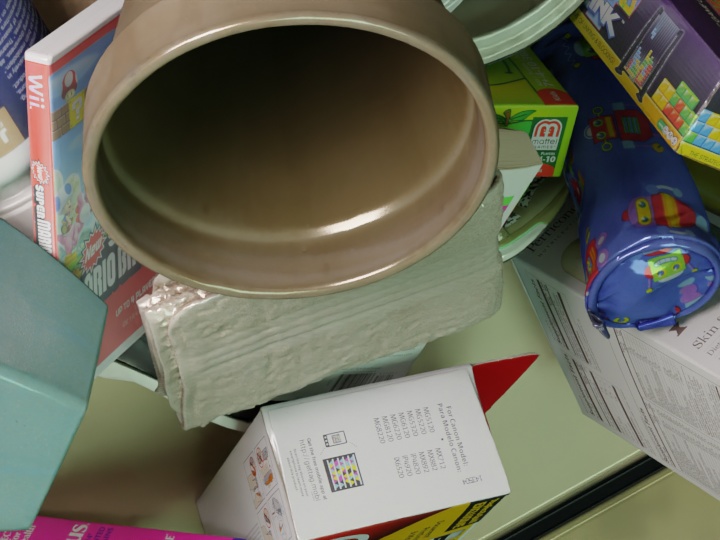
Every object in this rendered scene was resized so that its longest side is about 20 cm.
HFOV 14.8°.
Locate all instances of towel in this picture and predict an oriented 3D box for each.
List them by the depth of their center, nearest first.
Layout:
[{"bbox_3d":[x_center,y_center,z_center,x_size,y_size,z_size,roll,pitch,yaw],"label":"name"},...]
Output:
[{"bbox_3d":[-0.018,0.013,1.459,0.199,0.035,0.133,-19,150,-8],"label":"towel"}]

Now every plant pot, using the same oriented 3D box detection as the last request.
[{"bbox_3d":[-0.040,-0.115,1.352,0.199,0.174,0.200,-4,142,-3],"label":"plant pot"},{"bbox_3d":[-0.236,0.040,1.377,0.199,0.142,0.142,22,123,-11],"label":"plant pot"}]

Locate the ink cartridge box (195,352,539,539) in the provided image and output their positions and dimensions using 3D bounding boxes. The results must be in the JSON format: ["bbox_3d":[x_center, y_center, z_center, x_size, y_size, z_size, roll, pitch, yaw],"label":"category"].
[{"bbox_3d":[0.012,0.130,1.639,0.175,0.084,0.200,-12,163,-18],"label":"ink cartridge box"}]

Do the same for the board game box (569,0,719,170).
[{"bbox_3d":[0.206,-0.116,1.545,0.165,0.200,0.057,19,115,-34],"label":"board game box"}]

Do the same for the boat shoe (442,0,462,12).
[{"bbox_3d":[0.071,-0.199,1.417,0.073,0.065,0.200,19,113,-34],"label":"boat shoe"}]

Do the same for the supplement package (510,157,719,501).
[{"bbox_3d":[0.222,0.029,1.631,0.152,0.200,0.151,-42,132,-15],"label":"supplement package"}]

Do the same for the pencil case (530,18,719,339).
[{"bbox_3d":[0.146,-0.052,1.566,0.078,0.201,0.087,-8,137,-5],"label":"pencil case"}]

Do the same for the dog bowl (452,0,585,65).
[{"bbox_3d":[0.045,-0.209,1.488,0.199,0.074,0.201,-12,127,-16],"label":"dog bowl"}]

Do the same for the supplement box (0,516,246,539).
[{"bbox_3d":[-0.159,0.214,1.605,0.199,0.101,0.104,3,132,23],"label":"supplement box"}]

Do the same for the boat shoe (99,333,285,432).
[{"bbox_3d":[-0.099,0.036,1.597,0.199,0.074,0.060,23,116,-26],"label":"boat shoe"}]

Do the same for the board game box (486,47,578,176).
[{"bbox_3d":[0.008,-0.096,1.531,0.199,0.102,0.048,-1,124,-24],"label":"board game box"}]

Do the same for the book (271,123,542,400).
[{"bbox_3d":[0.000,0.000,1.518,0.133,0.048,0.200,1,138,-32],"label":"book"}]

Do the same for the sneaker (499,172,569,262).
[{"bbox_3d":[0.031,-0.043,1.603,0.199,0.077,0.089,-20,120,-14],"label":"sneaker"}]

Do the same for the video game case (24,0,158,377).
[{"bbox_3d":[-0.129,-0.048,1.460,0.143,0.017,0.201,-45,142,-52],"label":"video game case"}]

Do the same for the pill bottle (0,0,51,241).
[{"bbox_3d":[-0.214,-0.107,1.414,0.111,0.111,0.200,-30,129,-3],"label":"pill bottle"}]
